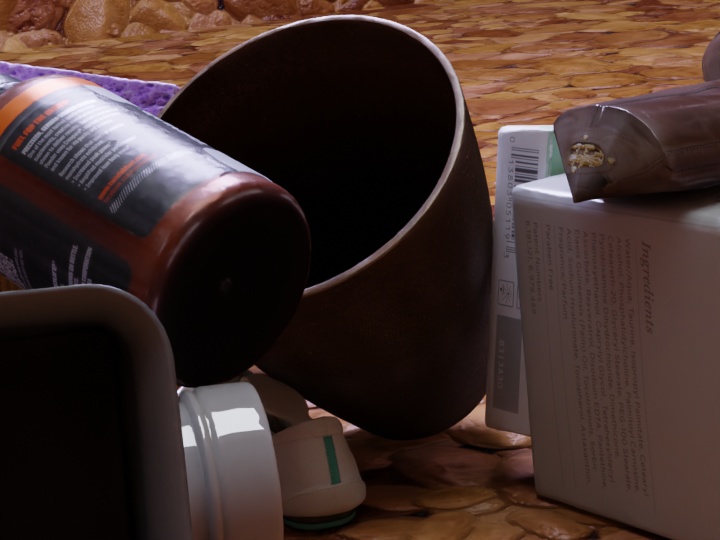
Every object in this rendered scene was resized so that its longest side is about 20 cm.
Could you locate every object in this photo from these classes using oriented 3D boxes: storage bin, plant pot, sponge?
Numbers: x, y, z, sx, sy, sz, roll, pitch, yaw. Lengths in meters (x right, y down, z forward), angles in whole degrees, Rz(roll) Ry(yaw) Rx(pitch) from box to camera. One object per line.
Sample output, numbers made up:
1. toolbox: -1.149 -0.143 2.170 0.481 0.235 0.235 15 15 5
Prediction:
1. storage bin: -0.138 0.107 0.950 0.145 0.201 0.134 -6 2 -5
2. plant pot: 0.000 0.000 1.306 0.187 0.200 0.187 -14 49 16
3. sponge: -0.199 -0.112 1.566 0.200 0.030 0.112 9 -1 12

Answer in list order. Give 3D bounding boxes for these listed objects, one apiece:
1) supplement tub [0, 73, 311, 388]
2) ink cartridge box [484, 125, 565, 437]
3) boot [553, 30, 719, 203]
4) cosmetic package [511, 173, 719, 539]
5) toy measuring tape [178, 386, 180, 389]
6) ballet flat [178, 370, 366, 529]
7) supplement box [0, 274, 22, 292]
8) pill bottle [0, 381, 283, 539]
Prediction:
1. supplement tub: -0.125 -0.030 1.175 0.200 0.107 0.107 30 32 36
2. ink cartridge box: 0.157 0.001 1.308 0.200 0.161 0.050 -3 8 -35
3. boot: 0.161 -0.080 1.206 0.200 0.064 0.186 -16 15 -27
4. cosmetic package: 0.200 0.033 1.189 0.167 0.167 0.200 -12 14 -31
5. toy measuring tape: -0.084 0.064 1.423 0.200 0.074 0.074 12 0 -39
6. ballet flat: -0.060 0.082 1.289 0.069 0.070 0.200 -11 14 -29
7. supplement box: -0.244 0.027 1.228 0.200 0.069 0.067 -7 13 -27
8. pill bottle: -0.140 0.107 1.082 0.200 0.120 0.120 -7 13 -13
